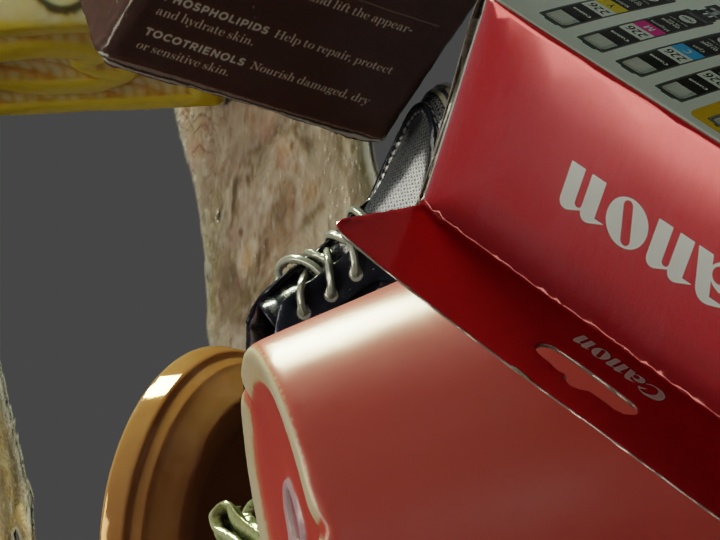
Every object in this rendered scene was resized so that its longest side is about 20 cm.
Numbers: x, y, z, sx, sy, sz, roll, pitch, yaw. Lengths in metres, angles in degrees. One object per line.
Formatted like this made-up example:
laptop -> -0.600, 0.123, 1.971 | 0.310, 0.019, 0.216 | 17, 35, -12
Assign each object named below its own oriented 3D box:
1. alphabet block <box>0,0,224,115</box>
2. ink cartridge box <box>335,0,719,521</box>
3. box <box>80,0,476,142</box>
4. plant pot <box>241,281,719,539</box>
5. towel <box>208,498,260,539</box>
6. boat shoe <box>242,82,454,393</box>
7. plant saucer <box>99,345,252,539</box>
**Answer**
alphabet block -> -0.189, -0.216, 1.502 | 0.196, 0.195, 0.201 | 53, -144, -76
ink cartridge box -> 0.123, -0.012, 0.754 | 0.200, 0.175, 0.084 | 36, 124, 31
box -> -0.027, -0.202, 1.183 | 0.200, 0.164, 0.166 | -56, 35, 30
plant pot -> 0.056, 0.078, 0.917 | 0.200, 0.177, 0.201 | 169, 90, -79
towel -> 0.017, 0.185, 1.066 | 0.036, 0.200, 0.148 | -43, 33, -3
boat shoe -> 0.000, 0.000, 1.228 | 0.075, 0.092, 0.201 | -133, 50, -59
plant saucer -> -0.067, 0.140, 1.292 | 0.037, 0.200, 0.201 | 1, 87, 29
